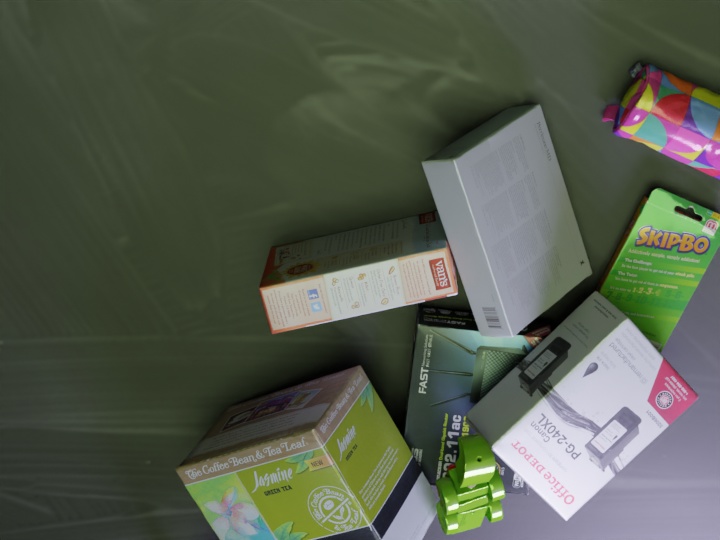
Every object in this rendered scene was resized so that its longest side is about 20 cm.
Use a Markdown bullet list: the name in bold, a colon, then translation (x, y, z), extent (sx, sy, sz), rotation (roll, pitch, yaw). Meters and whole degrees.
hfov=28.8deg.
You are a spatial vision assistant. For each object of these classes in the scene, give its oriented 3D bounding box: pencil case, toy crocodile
- **pencil case**: translation (0.358, -0.143, 1.456), extent (0.200, 0.088, 0.088), rotation (24, 108, -4)
- **toy crocodile**: translation (0.114, 0.236, 1.506), extent (0.067, 0.200, 0.062), rotation (-16, 63, -5)

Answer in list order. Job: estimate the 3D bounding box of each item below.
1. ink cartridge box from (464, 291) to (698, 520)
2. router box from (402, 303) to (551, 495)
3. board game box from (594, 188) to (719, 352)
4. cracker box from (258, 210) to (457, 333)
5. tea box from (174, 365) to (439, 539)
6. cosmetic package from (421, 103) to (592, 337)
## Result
- **ink cartridge box**: translation (0.235, 0.147, 1.500), extent (0.200, 0.083, 0.145), rotation (-44, 117, 2)
- **router box**: translation (0.126, 0.145, 1.569), extent (0.150, 0.062, 0.200), rotation (6, 109, 1)
- **board game box**: translation (0.317, 0.011, 1.536), extent (0.095, 0.030, 0.200), rotation (23, 111, -6)
- **cracker box**: translation (0.000, 0.000, 1.486), extent (0.200, 0.134, 0.058), rotation (-13, 108, 7)
- **tea box**: translation (-0.056, 0.237, 1.538), extent (0.200, 0.134, 0.197), rotation (-21, 107, 33)
- **cosmetic package**: translation (0.156, -0.053, 1.460), extent (0.052, 0.151, 0.200), rotation (0, 116, 49)
